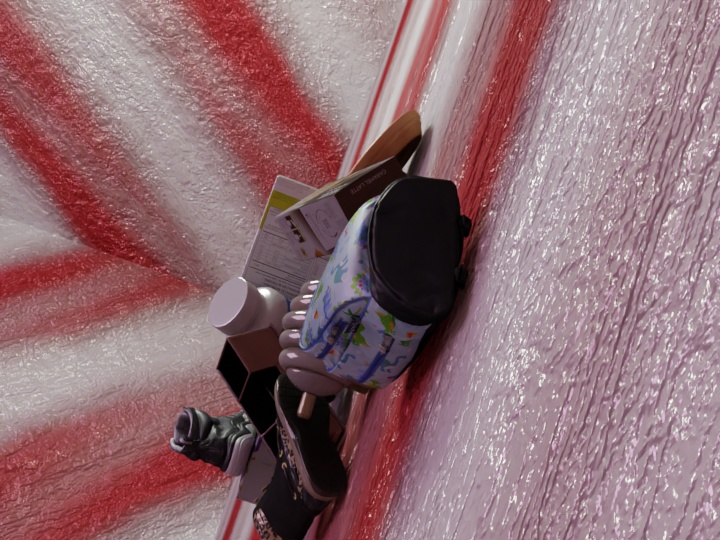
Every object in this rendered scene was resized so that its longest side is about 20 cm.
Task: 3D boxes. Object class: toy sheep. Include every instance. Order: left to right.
[{"bbox_3d":[-0.036,0.086,1.193,0.138,0.137,0.201,125,163,-69],"label":"toy sheep"}]

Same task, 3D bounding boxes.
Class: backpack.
[{"bbox_3d":[0.020,0.027,0.949,0.201,0.152,0.164,96,180,-54],"label":"backpack"}]

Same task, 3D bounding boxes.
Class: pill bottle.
[{"bbox_3d":[-0.132,0.095,1.467,0.112,0.200,0.113,-26,46,30],"label":"pill bottle"}]

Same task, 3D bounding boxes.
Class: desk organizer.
[{"bbox_3d":[-0.112,0.173,1.319,0.200,0.077,0.072,51,135,30],"label":"desk organizer"}]

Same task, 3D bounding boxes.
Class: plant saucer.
[{"bbox_3d":[0.033,-0.164,1.528,0.200,0.037,0.200,-48,-6,-6],"label":"plant saucer"}]

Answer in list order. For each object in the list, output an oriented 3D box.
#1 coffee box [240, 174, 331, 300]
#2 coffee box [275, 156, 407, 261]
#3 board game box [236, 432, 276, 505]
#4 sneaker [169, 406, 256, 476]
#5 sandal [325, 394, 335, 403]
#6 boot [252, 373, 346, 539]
[{"bbox_3d":[-0.084,-0.041,1.698,0.200,0.199,0.199,-116,46,-84],"label":"coffee box"},{"bbox_3d":[-0.021,-0.082,1.349,0.114,0.080,0.200,-35,11,-25],"label":"coffee box"},{"bbox_3d":[-0.111,0.264,1.440,0.200,0.104,0.104,-99,30,-76],"label":"board game box"},{"bbox_3d":[-0.212,0.232,1.412,0.200,0.113,0.076,-129,60,-83],"label":"sneaker"},{"bbox_3d":[-0.091,0.182,1.413,0.206,0.079,0.060,-13,80,37],"label":"sandal"},{"bbox_3d":[-0.088,0.243,1.215,0.151,0.073,0.201,-62,35,30],"label":"boot"}]
